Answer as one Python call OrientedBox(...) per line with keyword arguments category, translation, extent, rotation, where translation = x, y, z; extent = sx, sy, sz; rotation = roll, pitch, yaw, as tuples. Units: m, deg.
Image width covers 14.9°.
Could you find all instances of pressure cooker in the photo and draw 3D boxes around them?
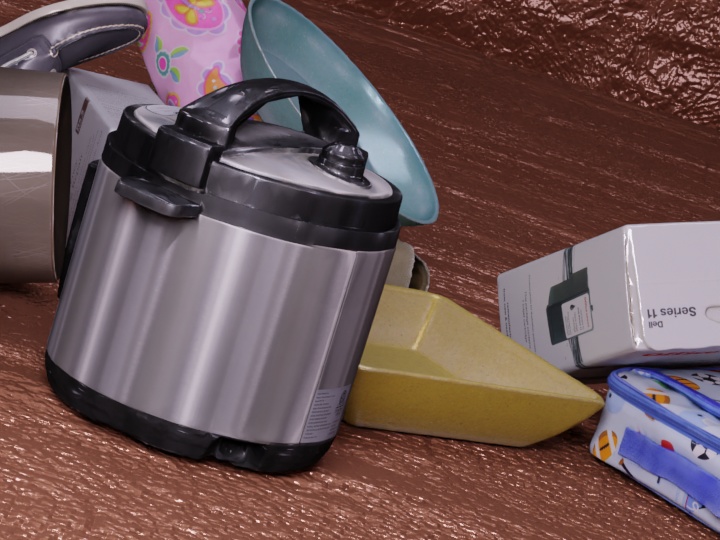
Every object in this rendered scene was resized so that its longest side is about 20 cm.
OrientedBox(category="pressure cooker", translation=(-0.068, -0.009, 1.514), extent=(0.178, 0.201, 0.176), rotation=(14, 12, -15))

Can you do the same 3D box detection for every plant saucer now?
OrientedBox(category="plant saucer", translation=(0.020, 0.057, 1.728), extent=(0.199, 0.049, 0.200), rotation=(10, 13, -36))
OrientedBox(category="plant saucer", translation=(-0.023, -0.102, 1.915), extent=(0.200, 0.036, 0.200), rotation=(46, 17, -19))

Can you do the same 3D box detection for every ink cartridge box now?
OrientedBox(category="ink cartridge box", translation=(0.196, 0.023, 1.805), extent=(0.146, 0.083, 0.200), rotation=(-2, -8, -22))

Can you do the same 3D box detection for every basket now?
OrientedBox(category="basket", translation=(-0.257, -0.054, 1.469), extent=(0.199, 0.137, 0.180), rotation=(2, 3, -1))

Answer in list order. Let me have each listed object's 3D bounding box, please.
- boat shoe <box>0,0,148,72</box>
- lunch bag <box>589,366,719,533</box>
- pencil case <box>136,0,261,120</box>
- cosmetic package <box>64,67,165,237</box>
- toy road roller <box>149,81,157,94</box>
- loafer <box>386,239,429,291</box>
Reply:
OrientedBox(category="boat shoe", translation=(-0.235, -0.133, 1.897), extent=(0.199, 0.063, 0.073), rotation=(-18, -17, -7))
OrientedBox(category="lunch bag", translation=(0.249, 0.121, 1.720), extent=(0.160, 0.076, 0.200), rotation=(5, 16, -42))
OrientedBox(category="pencil case", translation=(-0.114, -0.153, 1.976), extent=(0.087, 0.087, 0.201), rotation=(4, 53, -50))
OrientedBox(category="cosmetic package", translation=(-0.169, -0.067, 1.884), extent=(0.074, 0.102, 0.200), rotation=(12, 11, -20))
OrientedBox(category="toy road roller", translation=(-0.089, -0.096, 2.114), extent=(0.146, 0.123, 0.200), rotation=(25, 7, -28))
OrientedBox(category="loafer", translation=(0.000, 0.000, 1.894), extent=(0.068, 0.076, 0.200), rotation=(15, 10, 15))
